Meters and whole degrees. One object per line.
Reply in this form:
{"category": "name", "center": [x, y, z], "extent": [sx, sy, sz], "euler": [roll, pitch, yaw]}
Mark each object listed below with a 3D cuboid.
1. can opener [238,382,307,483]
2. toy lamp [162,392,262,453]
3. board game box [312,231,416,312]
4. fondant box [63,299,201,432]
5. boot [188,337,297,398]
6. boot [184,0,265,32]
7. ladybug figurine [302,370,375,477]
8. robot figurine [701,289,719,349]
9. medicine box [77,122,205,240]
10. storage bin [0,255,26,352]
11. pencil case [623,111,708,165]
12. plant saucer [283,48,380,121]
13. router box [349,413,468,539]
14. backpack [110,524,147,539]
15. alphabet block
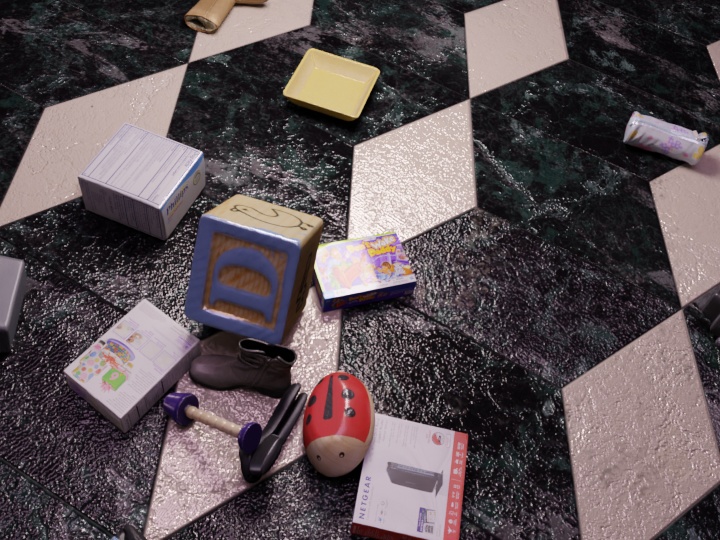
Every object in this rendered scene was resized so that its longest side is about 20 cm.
{"category": "can opener", "center": [-0.145, 0.282, 1.320], "extent": [0.077, 0.064, 0.201], "euler": [2, 37, 28]}
{"category": "toy lamp", "center": [-0.256, 0.253, 1.293], "extent": [0.197, 0.059, 0.058], "euler": [15, 49, 30]}
{"category": "board game box", "center": [0.000, 0.000, 1.562], "extent": [0.196, 0.045, 0.136], "euler": [-11, 55, -16]}
{"category": "fondant box", "center": [-0.405, 0.167, 1.368], "extent": [0.143, 0.059, 0.200], "euler": [32, 54, 16]}
{"category": "boot", "center": [-0.210, 0.158, 1.355], "extent": [0.195, 0.132, 0.069], "euler": [9, 51, -1]}
{"category": "boot", "center": [-0.352, -0.708, 2.044], "extent": [0.171, 0.067, 0.202], "euler": [11, 50, 16]}
{"category": "ladybug figurine", "center": [-0.044, 0.254, 1.321], "extent": [0.133, 0.073, 0.203], "euler": [-15, 45, 14]}
{"category": "robot figurine", "center": [0.794, 0.120, 1.539], "extent": [0.151, 0.124, 0.200], "euler": [-48, 64, 11]}
{"category": "medicine box", "center": [-0.456, -0.189, 1.603], "extent": [0.196, 0.104, 0.184], "euler": [21, 53, 8]}
{"category": "storage bin", "center": [-0.688, 0.050, 1.374], "extent": [0.131, 0.147, 0.203], "euler": [6, 51, -16]}
{"category": "pencil case", "center": [0.759, -0.330, 1.897], "extent": [0.196, 0.091, 0.085], "euler": [19, 92, 9]}
{"category": "plant saucer", "center": [-0.070, -0.453, 1.896], "extent": [0.196, 0.049, 0.202], "euler": [18, 52, 6]}
{"category": "router box", "center": [0.086, 0.361, 1.295], "extent": [0.175, 0.049, 0.203], "euler": [12, 52, 1]}
{"category": "backpack", "center": [-0.360, 0.491, 1.087], "extent": [0.163, 0.154, 0.200], "euler": [41, 70, 14]}
{"category": "alphabet block", "center": [-0.191, -0.007, 1.399], "extent": [0.191, 0.200, 0.200], "euler": [17, 17, 3]}
